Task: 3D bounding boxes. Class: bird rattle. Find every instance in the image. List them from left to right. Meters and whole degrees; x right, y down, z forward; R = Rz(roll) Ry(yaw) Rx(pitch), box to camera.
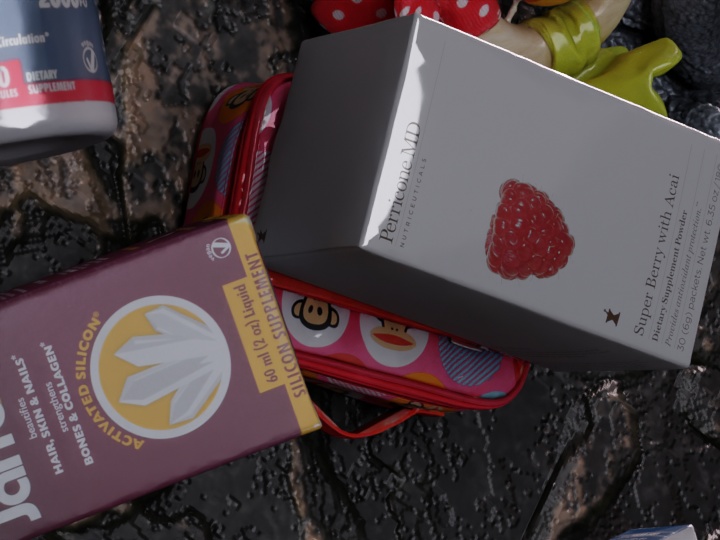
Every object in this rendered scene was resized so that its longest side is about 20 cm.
[{"bbox_3d":[0.081,-0.157,1.393,0.199,0.113,0.164,22,95,-25],"label":"bird rattle"}]

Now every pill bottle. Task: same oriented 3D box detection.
[{"bbox_3d":[-0.191,-0.153,1.226,0.119,0.119,0.201,-10,88,-33],"label":"pill bottle"}]

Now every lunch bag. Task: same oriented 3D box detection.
[{"bbox_3d":[0.000,0.000,1.353,0.199,0.082,0.177,16,79,-29],"label":"lunch bag"}]

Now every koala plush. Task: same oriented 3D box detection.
[{"bbox_3d":[0.238,-0.174,1.454,0.177,0.200,0.184,-45,106,-29],"label":"koala plush"}]

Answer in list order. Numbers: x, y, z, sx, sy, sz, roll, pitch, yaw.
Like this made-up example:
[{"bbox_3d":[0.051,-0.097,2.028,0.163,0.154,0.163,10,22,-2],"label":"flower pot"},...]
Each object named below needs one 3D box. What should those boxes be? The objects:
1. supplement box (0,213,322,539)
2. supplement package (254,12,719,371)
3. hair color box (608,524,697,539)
[{"bbox_3d":[-0.134,0.057,1.216,0.199,0.086,0.111,-21,95,-13],"label":"supplement box"},{"bbox_3d":[0.066,-0.033,1.276,0.199,0.120,0.122,19,78,-28],"label":"supplement package"},{"bbox_3d":[0.107,0.219,1.395,0.200,0.060,0.100,-20,93,-33],"label":"hair color box"}]
